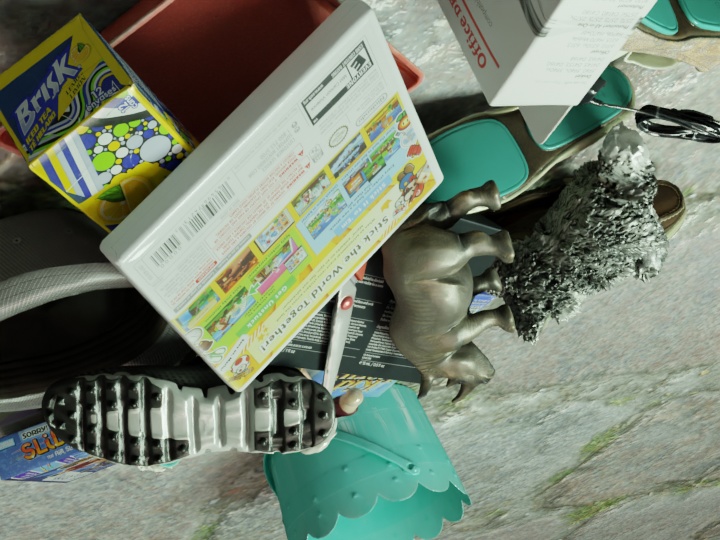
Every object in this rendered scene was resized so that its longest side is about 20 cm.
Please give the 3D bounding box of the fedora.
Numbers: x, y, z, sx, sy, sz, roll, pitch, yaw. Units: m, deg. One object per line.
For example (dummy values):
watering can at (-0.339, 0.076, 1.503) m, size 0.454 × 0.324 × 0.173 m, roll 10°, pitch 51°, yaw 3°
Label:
fedora at (-0.210, 0.019, 0.854) m, size 0.200 × 0.090 × 0.177 m, roll -13°, pitch 152°, yaw -25°

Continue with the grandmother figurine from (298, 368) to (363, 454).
grandmother figurine at (-0.057, 0.112, 1.083) m, size 0.121 × 0.061 × 0.200 m, roll 5°, pitch 159°, yaw 10°

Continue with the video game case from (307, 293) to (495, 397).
video game case at (-0.008, 0.051, 1.113) m, size 0.200 × 0.046 × 0.181 m, roll 5°, pitch 143°, yaw -43°

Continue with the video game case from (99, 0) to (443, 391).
video game case at (-0.042, -0.037, 0.753) m, size 0.200 × 0.023 × 0.182 m, roll -47°, pitch 148°, yaw -10°

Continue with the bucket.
bucket at (0.001, 0.221, 1.328) m, size 0.207 × 0.135 × 0.207 m, roll -18°, pitch 152°, yaw -10°

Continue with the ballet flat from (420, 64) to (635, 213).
ballet flat at (0.111, -0.089, 0.917) m, size 0.200 × 0.070 × 0.070 m, roll -24°, pitch 154°, yaw -15°

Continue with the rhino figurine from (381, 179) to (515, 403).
rhino figurine at (0.062, 0.028, 0.899) m, size 0.087 × 0.060 × 0.200 m, roll -12°, pitch 134°, yaw -5°

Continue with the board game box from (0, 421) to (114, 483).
board game box at (-0.219, 0.143, 1.070) m, size 0.135 × 0.035 × 0.200 m, roll -20°, pitch 170°, yaw -4°

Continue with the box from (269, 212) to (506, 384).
box at (0.000, 0.000, 0.934) m, size 0.200 × 0.079 × 0.141 m, roll 13°, pitch 110°, yaw -48°

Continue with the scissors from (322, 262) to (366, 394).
scissors at (-0.004, 0.009, 0.867) m, size 0.073 × 0.014 × 0.200 m, roll -28°, pitch 132°, yaw -30°

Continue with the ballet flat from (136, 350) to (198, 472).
ballet flat at (-0.131, 0.058, 0.961) m, size 0.200 × 0.072 × 0.072 m, roll -59°, pitch 160°, yaw -19°

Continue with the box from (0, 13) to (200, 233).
box at (-0.125, -0.056, 0.721) m, size 0.070 × 0.064 × 0.200 m, roll -37°, pitch 151°, yaw 1°

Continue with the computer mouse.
computer mouse at (0.173, -0.127, 0.872) m, size 0.200 × 0.034 × 0.059 m, roll 15°, pitch 171°, yaw -20°

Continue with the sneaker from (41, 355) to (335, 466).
sneaker at (-0.122, 0.094, 0.889) m, size 0.200 × 0.067 × 0.091 m, roll 0°, pitch -168°, yaw -9°

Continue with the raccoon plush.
raccoon plush at (0.149, -0.032, 0.951) m, size 0.134 × 0.097 × 0.200 m, roll -32°, pitch 143°, yaw -2°

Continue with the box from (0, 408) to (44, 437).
box at (-0.277, 0.113, 1.031) m, size 0.200 × 0.039 × 0.041 m, roll -20°, pitch 153°, yaw -5°

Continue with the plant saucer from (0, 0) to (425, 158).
plant saucer at (-0.089, -0.112, 0.767) m, size 0.200 × 0.037 × 0.200 m, roll -33°, pitch 151°, yaw 19°

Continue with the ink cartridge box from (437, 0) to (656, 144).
ink cartridge box at (0.104, -0.173, 0.710) m, size 0.067 × 0.116 × 0.200 m, roll -5°, pitch 148°, yaw -30°

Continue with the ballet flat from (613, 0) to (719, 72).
ballet flat at (0.191, -0.166, 0.848) m, size 0.200 × 0.068 × 0.067 m, roll 6°, pitch 149°, yaw -40°

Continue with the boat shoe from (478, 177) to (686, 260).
boat shoe at (0.184, -0.042, 1.057) m, size 0.202 × 0.075 × 0.075 m, roll -17°, pitch 147°, yaw -9°
